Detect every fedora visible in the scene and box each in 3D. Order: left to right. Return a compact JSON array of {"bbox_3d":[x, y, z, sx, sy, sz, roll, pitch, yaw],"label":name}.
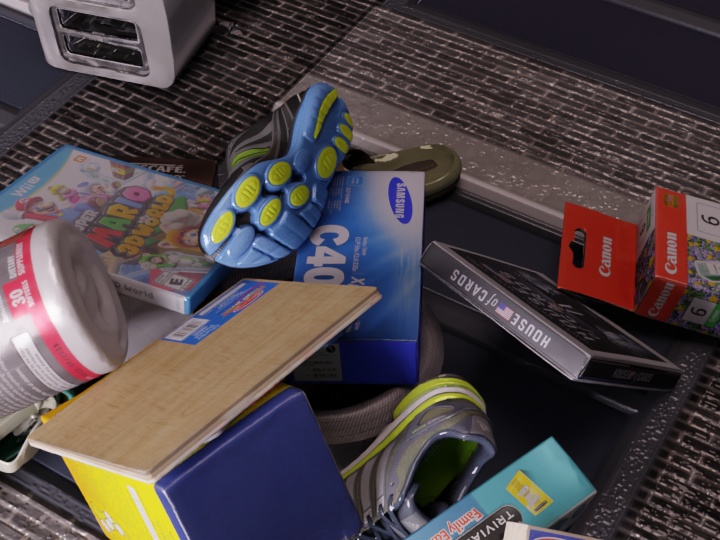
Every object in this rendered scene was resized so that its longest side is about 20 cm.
[{"bbox_3d":[-0.028,0.077,0.969,0.176,0.091,0.200,-24,44,-22],"label":"fedora"}]

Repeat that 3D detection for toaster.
[{"bbox_3d":[-0.236,-0.290,1.265,0.198,0.182,0.119,13,50,14],"label":"toaster"}]

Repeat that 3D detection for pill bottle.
[{"bbox_3d":[-0.269,0.052,0.872,0.199,0.111,0.111,-23,47,6],"label":"pill bottle"}]

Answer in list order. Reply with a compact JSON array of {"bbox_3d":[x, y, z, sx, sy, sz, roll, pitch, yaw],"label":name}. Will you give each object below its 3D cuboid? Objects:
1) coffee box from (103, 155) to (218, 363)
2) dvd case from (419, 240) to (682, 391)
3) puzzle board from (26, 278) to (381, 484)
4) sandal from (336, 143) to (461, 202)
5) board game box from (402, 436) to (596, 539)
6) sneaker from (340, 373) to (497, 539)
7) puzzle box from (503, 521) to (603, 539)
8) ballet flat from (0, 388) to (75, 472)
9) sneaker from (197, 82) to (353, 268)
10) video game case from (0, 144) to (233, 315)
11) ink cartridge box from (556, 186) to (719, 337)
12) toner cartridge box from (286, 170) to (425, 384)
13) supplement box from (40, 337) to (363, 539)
[{"bbox_3d":[-0.178,-0.010,1.033,0.112,0.080,0.201,1,34,-1],"label":"coffee box"},{"bbox_3d":[0.147,0.037,0.963,0.150,0.025,0.199,37,12,30],"label":"dvd case"},{"bbox_3d":[-0.099,0.065,0.824,0.200,0.018,0.150,-37,25,-33],"label":"puzzle board"},{"bbox_3d":[-0.002,-0.083,1.145,0.200,0.058,0.080,-22,50,-19],"label":"sandal"},{"bbox_3d":[0.043,0.203,0.805,0.199,0.151,0.047,-30,67,-25],"label":"board game box"},{"bbox_3d":[0.016,0.160,0.847,0.201,0.074,0.081,-53,16,3],"label":"sneaker"},{"bbox_3d":[0.165,0.232,0.762,0.198,0.025,0.134,15,78,-23],"label":"puzzle box"},{"bbox_3d":[-0.288,0.133,0.934,0.070,0.068,0.200,25,50,33],"label":"ballet flat"},{"bbox_3d":[-0.069,-0.067,0.975,0.082,0.071,0.200,-18,30,36],"label":"sneaker"},{"bbox_3d":[-0.182,-0.037,0.983,0.198,0.018,0.143,17,37,18],"label":"video game case"},{"bbox_3d":[0.266,-0.009,1.052,0.198,0.051,0.110,16,47,-2],"label":"ink cartridge box"},{"bbox_3d":[0.000,0.000,0.954,0.094,0.043,0.201,1,39,3],"label":"toner cartridge box"},{"bbox_3d":[-0.109,0.132,0.849,0.109,0.110,0.199,-34,25,-26],"label":"supplement box"}]
